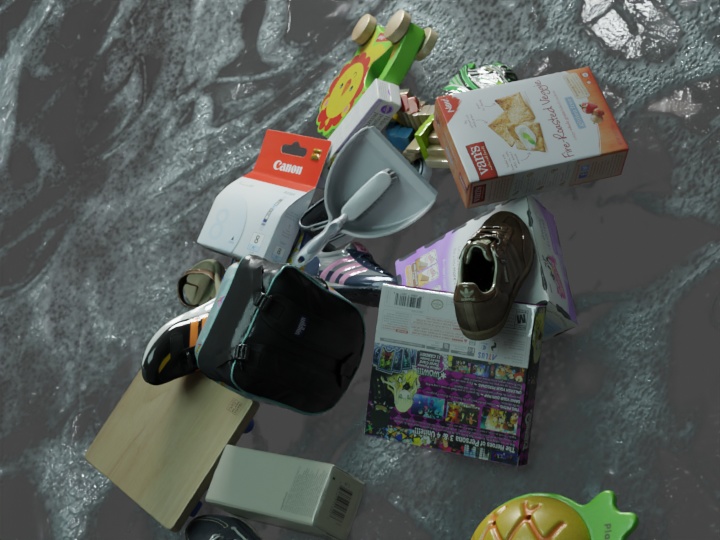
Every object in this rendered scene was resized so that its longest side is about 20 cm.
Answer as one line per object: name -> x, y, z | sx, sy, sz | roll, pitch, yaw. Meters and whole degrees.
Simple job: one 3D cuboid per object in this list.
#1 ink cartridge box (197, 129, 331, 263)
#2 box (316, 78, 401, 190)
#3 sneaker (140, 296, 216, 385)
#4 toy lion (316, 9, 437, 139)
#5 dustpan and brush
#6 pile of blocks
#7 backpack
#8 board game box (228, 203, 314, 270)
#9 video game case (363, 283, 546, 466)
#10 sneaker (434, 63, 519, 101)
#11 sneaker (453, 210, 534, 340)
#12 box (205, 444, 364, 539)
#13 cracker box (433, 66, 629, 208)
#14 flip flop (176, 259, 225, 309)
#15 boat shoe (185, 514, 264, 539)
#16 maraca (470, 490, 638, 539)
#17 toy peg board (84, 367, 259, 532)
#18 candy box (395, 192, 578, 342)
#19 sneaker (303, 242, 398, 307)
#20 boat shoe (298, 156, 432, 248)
ink cartridge box -> -0.137, -0.108, 1.906 | 0.160, 0.047, 0.200 | 16, 84, 48
box -> -0.011, -0.185, 1.866 | 0.200, 0.039, 0.042 | -48, 37, 41
sneaker -> -0.196, 0.094, 1.772 | 0.090, 0.070, 0.200 | 23, 44, 37
toy lion -> 0.008, -0.270, 1.916 | 0.192, 0.069, 0.200 | -63, 23, -4
dustpan and brush -> -0.012, -0.077, 1.765 | 0.200, 0.140, 0.057 | -44, 0, 5
pile of blocks -> 0.073, -0.197, 1.805 | 0.082, 0.062, 0.200 | -35, 34, -14
backpack -> -0.098, 0.086, 1.698 | 0.153, 0.200, 0.176 | 13, 80, 53
board game box -> -0.132, 0.006, 1.903 | 0.135, 0.034, 0.200 | -7, 59, 40
video game case -> 0.105, 0.116, 1.526 | 0.200, 0.036, 0.182 | 7, 91, 30
sneaker -> 0.182, -0.233, 1.743 | 0.200, 0.078, 0.085 | 23, 78, 48
sneaker -> 0.148, -0.014, 1.484 | 0.070, 0.076, 0.200 | -3, 40, 19
box -> -0.096, 0.275, 1.662 | 0.200, 0.068, 0.082 | 4, 66, 45
cracker box -> 0.201, -0.160, 1.598 | 0.200, 0.058, 0.134 | -13, 58, -9
flip flop -> -0.234, 0.030, 1.928 | 0.081, 0.057, 0.200 | -64, 18, 12
boat shoe -> -0.166, 0.347, 1.682 | 0.200, 0.063, 0.073 | 17, 76, 47
maraca -> 0.192, 0.289, 1.356 | 0.200, 0.107, 0.137 | -18, 60, 34
toy peg board -> -0.235, 0.229, 1.817 | 0.199, 0.098, 0.200 | 30, 85, 37
candy box -> 0.147, 0.026, 1.605 | 0.200, 0.072, 0.168 | -28, 47, 27
sneaker -> 0.000, 0.000, 1.759 | 0.200, 0.070, 0.082 | 7, 70, 43
boat shoe -> 0.004, -0.102, 1.825 | 0.200, 0.068, 0.072 | -29, 47, 24
